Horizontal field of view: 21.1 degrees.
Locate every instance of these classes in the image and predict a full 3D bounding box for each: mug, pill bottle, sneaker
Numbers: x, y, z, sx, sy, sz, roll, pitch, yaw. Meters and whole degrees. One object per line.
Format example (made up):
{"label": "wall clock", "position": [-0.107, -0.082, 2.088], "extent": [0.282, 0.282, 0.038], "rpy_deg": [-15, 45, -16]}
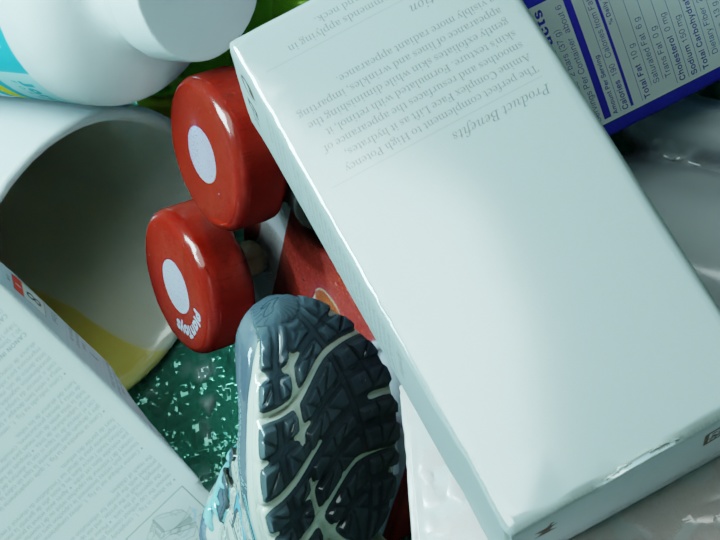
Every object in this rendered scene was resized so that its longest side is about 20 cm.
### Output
{"label": "mug", "position": [-0.184, -0.015, 0.907], "extent": [0.153, 0.150, 0.187], "rpy_deg": [26, 63, 36]}
{"label": "pill bottle", "position": [-0.135, -0.127, 0.814], "extent": [0.199, 0.111, 0.111], "rpy_deg": [9, 70, 42]}
{"label": "sneaker", "position": [-0.034, 0.095, 0.779], "extent": [0.086, 0.201, 0.077], "rpy_deg": [19, 40, 36]}

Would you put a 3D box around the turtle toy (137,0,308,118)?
{"label": "turtle toy", "position": [-0.037, -0.139, 0.920], "extent": [0.198, 0.146, 0.101], "rpy_deg": [7, 48, 23]}

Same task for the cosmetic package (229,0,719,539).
{"label": "cosmetic package", "position": [0.044, -0.010, 0.667], "extent": [0.101, 0.074, 0.201], "rpy_deg": [-27, 72, -5]}

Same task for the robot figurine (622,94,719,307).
{"label": "robot figurine", "position": [0.129, 0.014, 0.790], "extent": [0.199, 0.113, 0.171], "rpy_deg": [12, 98, 24]}

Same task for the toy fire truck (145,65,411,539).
{"label": "toy fire truck", "position": [0.000, 0.000, 0.807], "extent": [0.111, 0.201, 0.168], "rpy_deg": [-19, 59, -27]}

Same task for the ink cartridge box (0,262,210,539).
{"label": "ink cartridge box", "position": [-0.150, 0.115, 0.831], "extent": [0.162, 0.200, 0.050], "rpy_deg": [-43, 27, -1]}

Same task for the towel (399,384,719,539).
{"label": "towel", "position": [0.118, 0.103, 0.664], "extent": [0.198, 0.032, 0.192], "rpy_deg": [-9, 57, 7]}

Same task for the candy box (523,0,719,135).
{"label": "candy box", "position": [0.128, -0.134, 0.808], "extent": [0.199, 0.077, 0.169], "rpy_deg": [-26, 20, -7]}
